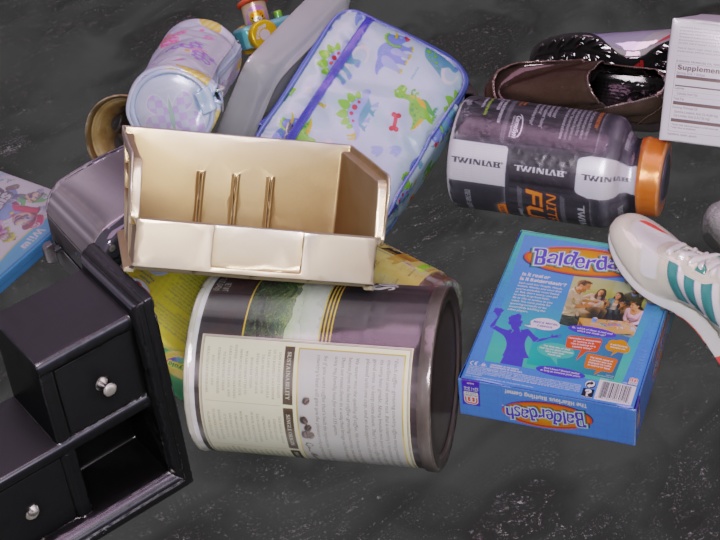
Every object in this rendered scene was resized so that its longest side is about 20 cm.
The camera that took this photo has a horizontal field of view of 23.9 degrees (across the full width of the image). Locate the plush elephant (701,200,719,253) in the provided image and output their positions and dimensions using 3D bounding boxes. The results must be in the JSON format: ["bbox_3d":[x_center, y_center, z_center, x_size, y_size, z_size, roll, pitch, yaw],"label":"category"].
[{"bbox_3d":[0.408,-0.025,1.427,0.154,0.165,0.201,-31,73,-8],"label":"plush elephant"}]

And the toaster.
[{"bbox_3d":[-0.194,-0.048,1.573,0.199,0.115,0.129,-32,43,-27],"label":"toaster"}]

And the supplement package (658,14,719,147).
[{"bbox_3d":[0.371,-0.175,1.578,0.154,0.112,0.200,9,11,17],"label":"supplement package"}]

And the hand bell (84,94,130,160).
[{"bbox_3d":[-0.193,-0.168,1.755,0.103,0.105,0.200,9,30,18],"label":"hand bell"}]

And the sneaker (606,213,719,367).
[{"bbox_3d":[0.295,0.007,1.404,0.070,0.094,0.200,-27,66,-39],"label":"sneaker"}]

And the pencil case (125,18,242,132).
[{"bbox_3d":[-0.164,-0.178,1.608,0.090,0.083,0.200,-32,17,13],"label":"pencil case"}]

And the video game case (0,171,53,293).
[{"bbox_3d":[-0.387,-0.050,1.675,0.198,0.018,0.143,19,46,28],"label":"video game case"}]

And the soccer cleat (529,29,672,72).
[{"bbox_3d":[0.275,-0.217,1.755,0.197,0.069,0.073,-2,15,14],"label":"soccer cleat"}]

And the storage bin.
[{"bbox_3d":[-0.092,-0.051,1.355,0.197,0.095,0.199,5,10,-11],"label":"storage bin"}]

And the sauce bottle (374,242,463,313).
[{"bbox_3d":[0.000,0.000,1.523,0.199,0.065,0.065,27,50,32],"label":"sauce bottle"}]

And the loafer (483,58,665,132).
[{"bbox_3d":[0.220,-0.185,1.690,0.197,0.071,0.074,1,66,9],"label":"loafer"}]

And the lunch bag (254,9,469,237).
[{"bbox_3d":[-0.004,-0.136,1.605,0.160,0.083,0.201,31,73,10],"label":"lunch bag"}]

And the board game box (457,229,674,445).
[{"bbox_3d":[0.183,0.053,1.449,0.150,0.045,0.201,9,43,18],"label":"board game box"}]

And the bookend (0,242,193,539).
[{"bbox_3d":[-0.247,0.118,1.313,0.198,0.202,0.092,-29,44,-26],"label":"bookend"}]

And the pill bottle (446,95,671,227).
[{"bbox_3d":[0.187,-0.099,1.580,0.198,0.107,0.107,9,42,17],"label":"pill bottle"}]

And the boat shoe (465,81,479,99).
[{"bbox_3d":[0.034,-0.142,1.685,0.199,0.067,0.057,-34,53,-25],"label":"boat shoe"}]

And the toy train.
[{"bbox_3d":[-0.142,-0.247,1.775,0.198,0.056,0.150,-13,9,19],"label":"toy train"}]

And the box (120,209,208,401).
[{"bbox_3d":[-0.143,0.005,1.474,0.117,0.048,0.201,39,65,-13],"label":"box"}]

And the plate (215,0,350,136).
[{"bbox_3d":[-0.076,-0.186,1.676,0.032,0.200,0.200,36,50,5],"label":"plate"}]

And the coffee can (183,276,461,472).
[{"bbox_3d":[-0.027,0.080,1.368,0.197,0.148,0.147,3,40,12],"label":"coffee can"}]
